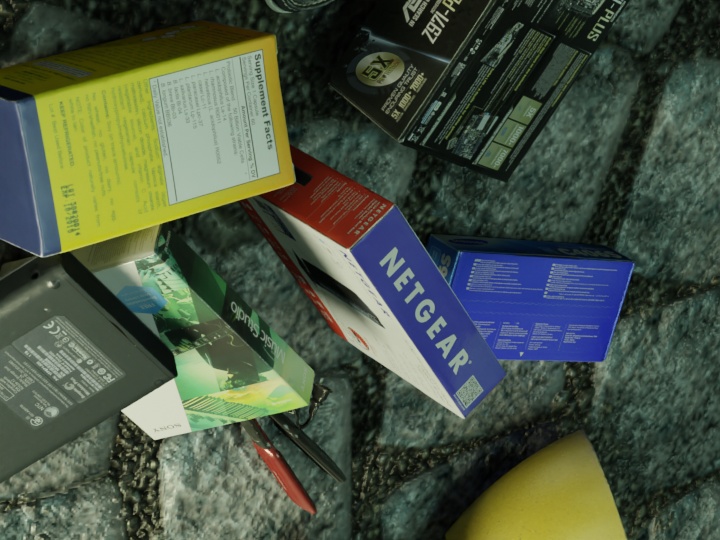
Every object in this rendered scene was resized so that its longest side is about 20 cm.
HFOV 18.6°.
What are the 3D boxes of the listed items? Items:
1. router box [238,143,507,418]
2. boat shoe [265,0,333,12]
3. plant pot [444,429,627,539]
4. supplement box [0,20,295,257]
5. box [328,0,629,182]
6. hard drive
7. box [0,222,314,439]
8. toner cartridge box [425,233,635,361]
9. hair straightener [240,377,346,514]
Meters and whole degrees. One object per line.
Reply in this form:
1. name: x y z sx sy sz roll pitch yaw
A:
1. router box: 0.000 0.000 1.625 0.049 0.179 0.200 -45 130 -12
2. boat shoe: 0.017 -0.248 1.597 0.200 0.060 0.074 -34 128 -20
3. plant pot: 0.154 0.252 1.878 0.142 0.200 0.200 -17 125 0
4. supplement box: -0.160 -0.094 1.497 0.200 0.109 0.109 -17 111 -30
5. box: 0.097 -0.182 1.628 0.164 0.086 0.200 14 114 -55
6. hard drive: -0.247 0.078 1.518 0.200 0.033 0.140 -31 132 12
7. box: -0.145 0.047 1.573 0.200 0.144 0.036 46 41 -41
8. toner cartridge box: 0.133 0.024 1.828 0.200 0.043 0.095 4 108 -38
9. hair straightener: -0.063 0.105 1.729 0.077 0.041 0.200 -43 126 -13
